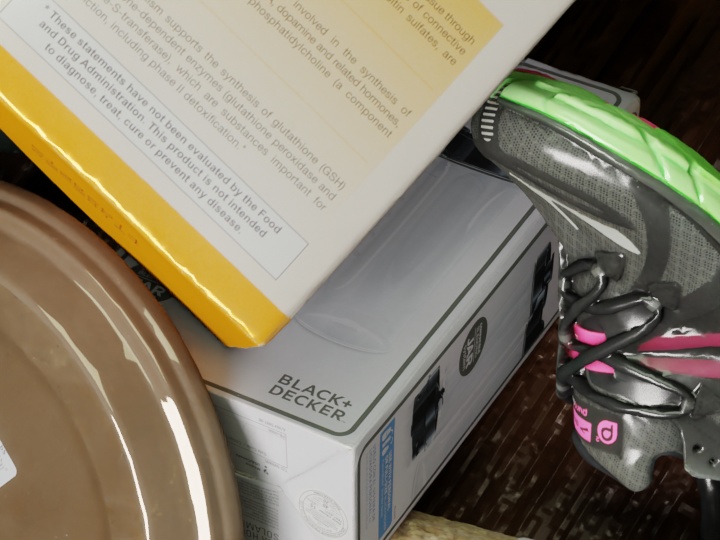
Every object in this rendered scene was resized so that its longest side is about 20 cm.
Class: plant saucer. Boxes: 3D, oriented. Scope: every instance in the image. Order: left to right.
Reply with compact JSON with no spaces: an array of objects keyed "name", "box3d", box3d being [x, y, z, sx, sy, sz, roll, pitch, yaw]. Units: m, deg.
[{"name":"plant saucer","box3d":[-0.121,0.070,0.718,0.200,0.201,0.029,36,31,24]}]

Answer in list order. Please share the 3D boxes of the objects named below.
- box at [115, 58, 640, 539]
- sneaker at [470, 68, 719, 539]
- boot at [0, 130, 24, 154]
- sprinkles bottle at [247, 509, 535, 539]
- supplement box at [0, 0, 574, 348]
[{"name":"box","box3d":[0.000,0.000,0.764,0.116,0.060,0.200,19,45,22]},{"name":"sneaker","box3d":[0.094,0.021,0.720,0.084,0.200,0.077,-41,23,-5]},{"name":"boot","box3d":[-0.136,-0.125,0.766,0.199,0.169,0.077,3,32,-26]},{"name":"sprinkles bottle","box3d":[0.061,0.120,0.727,0.198,0.068,0.069,14,63,14]},{"name":"supplement box","box3d":[-0.012,-0.092,0.668,0.126,0.074,0.200,43,82,-6]}]
